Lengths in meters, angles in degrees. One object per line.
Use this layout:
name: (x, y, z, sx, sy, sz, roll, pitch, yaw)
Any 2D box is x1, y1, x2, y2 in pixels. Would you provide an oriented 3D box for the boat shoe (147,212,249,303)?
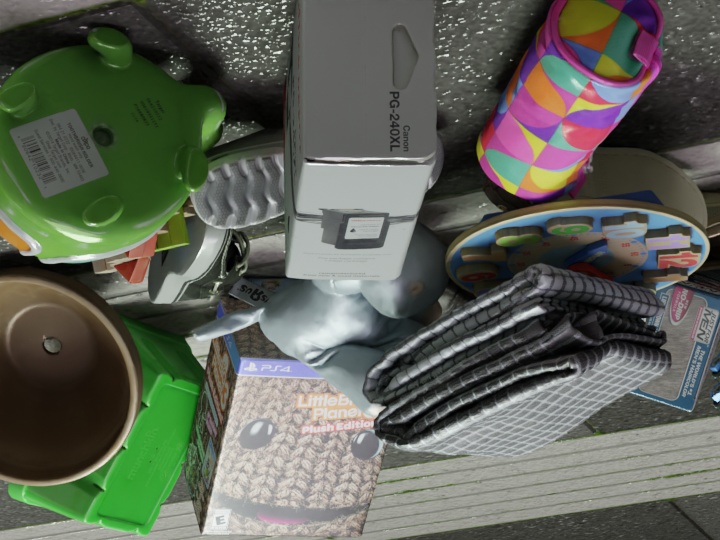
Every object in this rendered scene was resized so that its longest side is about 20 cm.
boat shoe: (-0.125, -0.019, 1.434, 0.064, 0.071, 0.200, 4, 166, -16)

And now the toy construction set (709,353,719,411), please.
toy construction set: (0.369, 0.068, 1.582, 0.131, 0.092, 0.200, -50, 172, 23)

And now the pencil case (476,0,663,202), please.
pencil case: (0.142, -0.117, 1.196, 0.088, 0.088, 0.200, 0, 159, -9)

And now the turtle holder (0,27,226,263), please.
turtle holder: (-0.180, -0.084, 1.184, 0.141, 0.186, 0.132, 37, 146, -11)

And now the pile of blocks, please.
pile of blocks: (-0.163, -0.025, 1.346, 0.082, 0.062, 0.200, -11, 177, -13)

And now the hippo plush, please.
hippo plush: (0.000, 0.000, 1.429, 0.200, 0.159, 0.161, 26, 129, 8)

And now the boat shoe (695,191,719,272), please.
boat shoe: (0.344, -0.032, 1.451, 0.200, 0.065, 0.072, -5, 135, 12)

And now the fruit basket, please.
fruit basket: (-0.252, 0.137, 1.704, 0.216, 0.216, 0.155, -17, 155, 31)

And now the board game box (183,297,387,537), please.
board game box: (-0.061, 0.136, 1.611, 0.159, 0.097, 0.200, 3, 121, -19)

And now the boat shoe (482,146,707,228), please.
boat shoe: (0.186, -0.057, 1.374, 0.200, 0.072, 0.060, 10, 158, -35)

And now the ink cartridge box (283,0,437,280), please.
ink cartridge box: (-0.005, -0.095, 1.139, 0.083, 0.145, 0.200, 1, 159, -5)

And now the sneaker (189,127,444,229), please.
sneaker: (-0.035, -0.085, 1.294, 0.200, 0.082, 0.075, -7, 116, -20)

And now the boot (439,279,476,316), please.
boot: (0.125, 0.068, 1.549, 0.174, 0.069, 0.200, 34, 171, 31)

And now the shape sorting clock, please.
shape sorting clock: (0.164, -0.008, 1.337, 0.200, 0.039, 0.200, -5, 157, -2)

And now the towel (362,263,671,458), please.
towel: (0.125, 0.080, 1.350, 0.200, 0.086, 0.166, -31, 153, 32)

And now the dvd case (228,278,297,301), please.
dvd case: (-0.028, 0.039, 1.661, 0.200, 0.018, 0.143, 0, 159, -11)

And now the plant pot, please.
plant pot: (-0.285, 0.082, 1.569, 0.201, 0.201, 0.093, -8, -160, 11)

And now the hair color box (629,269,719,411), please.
hair color box: (0.278, 0.050, 1.513, 0.060, 0.100, 0.200, 17, -170, 12)
